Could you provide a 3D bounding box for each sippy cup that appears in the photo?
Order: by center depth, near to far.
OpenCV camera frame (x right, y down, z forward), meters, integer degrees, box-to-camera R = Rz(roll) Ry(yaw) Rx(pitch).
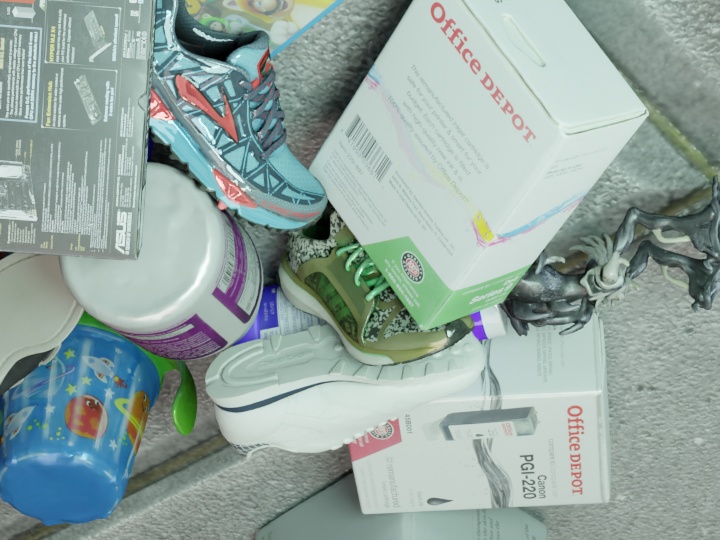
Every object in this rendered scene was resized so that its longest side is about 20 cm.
[{"bbox_3d":[-0.222,0.117,1.639,0.139,0.131,0.178,29,132,-25],"label":"sippy cup"}]

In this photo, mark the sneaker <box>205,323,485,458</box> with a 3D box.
[{"bbox_3d":[-0.007,0.084,1.522,0.199,0.077,0.081,-9,125,13],"label":"sneaker"}]

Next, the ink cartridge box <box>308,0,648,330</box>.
[{"bbox_3d":[0.071,-0.083,1.380,0.087,0.146,0.200,-17,153,-39],"label":"ink cartridge box"}]

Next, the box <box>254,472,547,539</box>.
[{"bbox_3d":[0.030,0.289,1.764,0.171,0.200,0.200,35,129,-30],"label":"box"}]

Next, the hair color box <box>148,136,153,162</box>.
[{"bbox_3d":[-0.253,-0.088,1.464,0.199,0.065,0.109,-17,135,22],"label":"hair color box"}]

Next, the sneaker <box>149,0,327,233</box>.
[{"bbox_3d":[-0.084,-0.106,1.383,0.095,0.079,0.200,-40,113,19],"label":"sneaker"}]

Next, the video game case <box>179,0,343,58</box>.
[{"bbox_3d":[-0.106,-0.210,1.355,0.200,0.018,0.143,34,130,-29],"label":"video game case"}]

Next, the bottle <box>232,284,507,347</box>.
[{"bbox_3d":[0.007,0.041,1.576,0.199,0.084,0.065,-11,159,10],"label":"bottle"}]

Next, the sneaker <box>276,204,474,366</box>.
[{"bbox_3d":[0.000,0.000,1.481,0.077,0.200,0.089,-32,126,-25],"label":"sneaker"}]

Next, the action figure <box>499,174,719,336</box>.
[{"bbox_3d":[0.156,-0.013,1.500,0.199,0.102,0.119,-7,142,13],"label":"action figure"}]

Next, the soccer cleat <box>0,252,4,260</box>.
[{"bbox_3d":[-0.332,0.024,1.573,0.067,0.077,0.200,45,122,-13],"label":"soccer cleat"}]

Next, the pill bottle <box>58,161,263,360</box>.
[{"bbox_3d":[-0.128,0.001,1.475,0.112,0.113,0.200,-5,168,8],"label":"pill bottle"}]

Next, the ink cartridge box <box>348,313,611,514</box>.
[{"bbox_3d":[0.091,0.111,1.652,0.199,0.085,0.146,-5,138,5],"label":"ink cartridge box"}]

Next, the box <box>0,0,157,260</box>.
[{"bbox_3d":[-0.207,-0.111,1.319,0.157,0.050,0.201,4,101,-3],"label":"box"}]

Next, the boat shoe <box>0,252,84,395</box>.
[{"bbox_3d":[-0.243,0.038,1.548,0.074,0.060,0.200,45,126,4],"label":"boat shoe"}]
